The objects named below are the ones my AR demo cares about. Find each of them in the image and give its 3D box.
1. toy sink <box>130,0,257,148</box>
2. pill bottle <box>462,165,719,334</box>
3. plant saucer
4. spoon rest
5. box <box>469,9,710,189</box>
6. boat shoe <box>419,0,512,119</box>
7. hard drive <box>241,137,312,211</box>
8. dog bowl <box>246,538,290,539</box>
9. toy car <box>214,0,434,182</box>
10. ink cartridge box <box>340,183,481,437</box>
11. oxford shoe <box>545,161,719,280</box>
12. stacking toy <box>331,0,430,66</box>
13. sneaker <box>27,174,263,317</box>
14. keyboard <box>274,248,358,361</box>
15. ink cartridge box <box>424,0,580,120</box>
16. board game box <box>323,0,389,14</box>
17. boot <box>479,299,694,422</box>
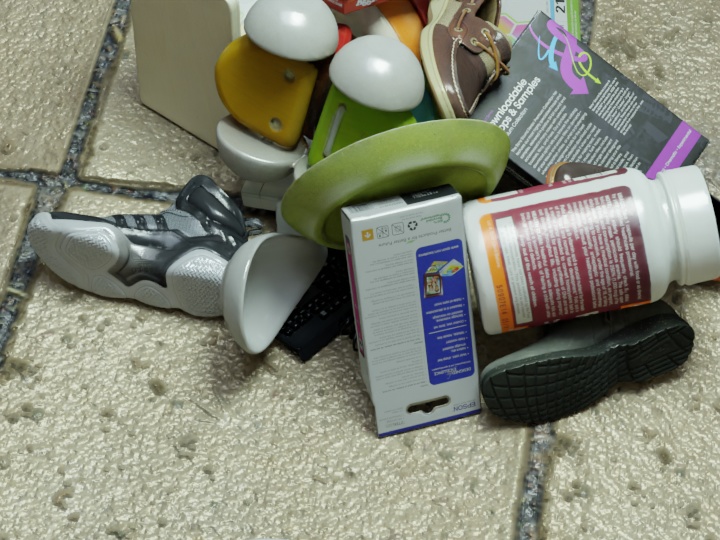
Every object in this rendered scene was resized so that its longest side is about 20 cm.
[{"bbox_3d":[-0.129,-0.229,1.756,0.130,0.200,0.112,31,55,25],"label":"toy sink"},{"bbox_3d":[0.189,-0.020,1.563,0.199,0.114,0.114,-11,49,2],"label":"pill bottle"},{"bbox_3d":[0.033,-0.063,1.560,0.199,0.200,0.031,-13,69,-12],"label":"plant saucer"},{"bbox_3d":[-0.070,-0.003,1.613,0.060,0.100,0.200,4,28,13],"label":"spoon rest"},{"bbox_3d":[0.199,-0.122,1.710,0.200,0.036,0.143,38,68,-2],"label":"box"},{"bbox_3d":[0.098,-0.195,1.665,0.072,0.072,0.200,-14,29,15],"label":"boat shoe"},{"bbox_3d":[0.007,-0.093,1.732,0.199,0.027,0.132,10,47,20],"label":"hard drive"},{"bbox_3d":[-0.068,0.299,1.370,0.199,0.079,0.201,0,49,0],"label":"dog bowl"},{"bbox_3d":[-0.022,-0.151,1.655,0.200,0.175,0.150,30,34,16],"label":"toy car"},{"bbox_3d":[0.043,0.034,1.545,0.094,0.201,0.037,-13,24,-12],"label":"ink cartridge box"},{"bbox_3d":[0.259,-0.057,1.644,0.199,0.073,0.071,18,61,-14],"label":"oxford shoe"},{"bbox_3d":[0.051,-0.256,1.793,0.200,0.146,0.146,-39,59,-24],"label":"stacking toy"},{"bbox_3d":[-0.185,-0.033,1.667,0.199,0.076,0.114,16,49,5],"label":"sneaker"},{"bbox_3d":[0.000,0.000,1.663,0.104,0.040,0.200,34,57,26],"label":"keyboard"},{"bbox_3d":[0.109,-0.199,1.816,0.199,0.076,0.148,3,48,0],"label":"ink cartridge box"},{"bbox_3d":[0.027,-0.279,1.721,0.200,0.020,0.103,-22,38,-37],"label":"board game box"},{"bbox_3d":[0.174,0.053,1.617,0.199,0.068,0.131,-16,39,-15],"label":"boot"}]
